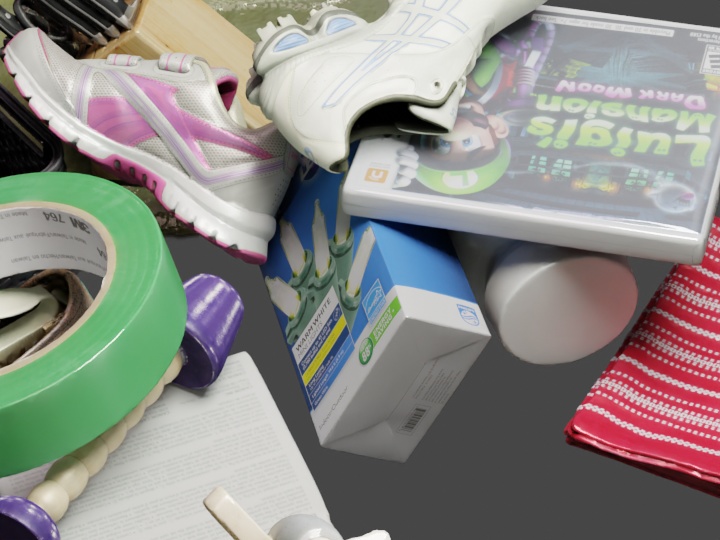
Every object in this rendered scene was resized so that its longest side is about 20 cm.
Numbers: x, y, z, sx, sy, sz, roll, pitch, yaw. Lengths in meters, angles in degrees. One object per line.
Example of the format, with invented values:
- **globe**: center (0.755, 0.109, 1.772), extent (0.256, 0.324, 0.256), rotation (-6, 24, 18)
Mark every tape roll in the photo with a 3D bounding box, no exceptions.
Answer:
- **tape roll**: center (-0.194, 0.028, 1.592), extent (0.200, 0.048, 0.201), rotation (-12, 39, 10)

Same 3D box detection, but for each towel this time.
- **towel**: center (0.218, 0.051, 1.674), extent (0.144, 0.023, 0.200), rotation (19, 49, 21)

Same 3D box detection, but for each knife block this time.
- **knife block**: center (-0.117, -0.134, 1.780), extent (0.200, 0.176, 0.064), rotation (6, 46, 10)

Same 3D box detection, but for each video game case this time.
- **video game case**: center (0.108, -0.084, 1.662), extent (0.200, 0.023, 0.182), rotation (9, 45, 12)

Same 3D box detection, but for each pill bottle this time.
- **pill bottle**: center (0.088, -0.042, 1.716), extent (0.112, 0.112, 0.200), rotation (-14, 45, -10)

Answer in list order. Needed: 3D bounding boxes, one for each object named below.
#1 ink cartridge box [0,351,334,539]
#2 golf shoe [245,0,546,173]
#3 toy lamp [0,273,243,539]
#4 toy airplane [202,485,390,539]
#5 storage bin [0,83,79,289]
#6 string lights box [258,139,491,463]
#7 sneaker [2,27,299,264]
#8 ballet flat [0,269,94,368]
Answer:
- **ink cartridge box**: center (-0.099, 0.145, 1.591), extent (0.160, 0.047, 0.200), rotation (-17, 48, -13)
- **golf shoe**: center (0.039, -0.115, 1.647), extent (0.200, 0.078, 0.097), rotation (-27, 65, -15)
- **toy lamp**: center (-0.128, 0.078, 1.588), extent (0.058, 0.058, 0.200), rotation (21, 53, 24)
- **toy airplane**: center (0.020, 0.198, 1.415), extent (0.141, 0.200, 0.199), rotation (-41, 53, 13)
- **storage bin**: center (-0.278, -0.024, 1.741), extent (0.200, 0.094, 0.135), rotation (-30, 50, -23)
- **string lights box**: center (0.000, 0.000, 1.679), extent (0.059, 0.103, 0.200), rotation (13, 36, -30)
- **sneaker**: center (-0.115, -0.089, 1.721), extent (0.200, 0.081, 0.088), rotation (34, 89, 12)
- **ballet flat**: center (-0.234, 0.057, 1.672), extent (0.200, 0.067, 0.068), rotation (-34, 52, -27)
